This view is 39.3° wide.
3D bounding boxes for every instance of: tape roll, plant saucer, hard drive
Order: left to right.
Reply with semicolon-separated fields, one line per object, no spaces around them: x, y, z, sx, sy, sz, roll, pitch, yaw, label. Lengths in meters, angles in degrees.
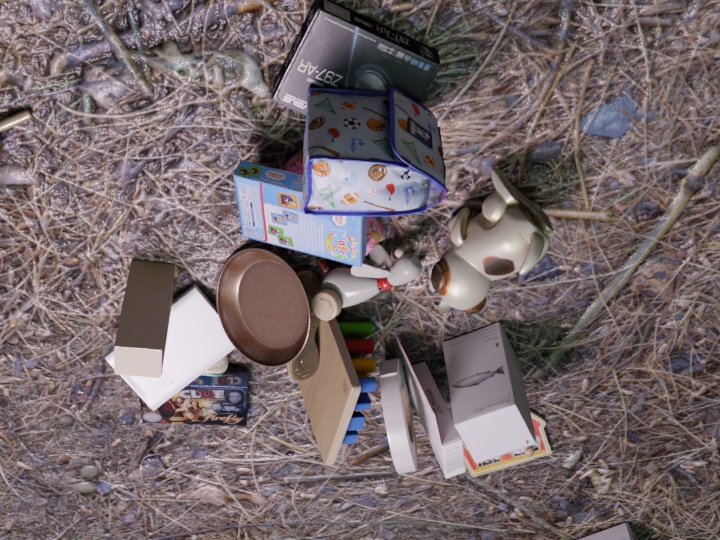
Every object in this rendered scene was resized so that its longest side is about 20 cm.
-0.322;0.134;1.743;0.199;0.025;0.132;-37;112;4;hard drive
-0.154;0.059;1.677;0.198;0.036;0.204;10;108;33;plant saucer
0.069;0.260;1.809;0.036;0.204;0.205;-10;130;7;tape roll

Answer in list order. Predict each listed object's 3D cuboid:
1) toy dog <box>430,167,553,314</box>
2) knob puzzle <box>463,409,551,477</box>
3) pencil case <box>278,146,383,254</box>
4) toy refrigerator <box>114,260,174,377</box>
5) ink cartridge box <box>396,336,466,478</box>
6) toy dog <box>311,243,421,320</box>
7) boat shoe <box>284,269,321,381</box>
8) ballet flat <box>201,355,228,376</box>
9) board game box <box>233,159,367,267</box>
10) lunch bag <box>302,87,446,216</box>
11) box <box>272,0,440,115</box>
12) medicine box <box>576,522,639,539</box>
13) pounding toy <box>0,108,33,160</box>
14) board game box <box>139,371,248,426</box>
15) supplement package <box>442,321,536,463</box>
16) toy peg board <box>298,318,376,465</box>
0.203;-0.021;1.592;0.200;0.195;0.139;-43;133;21;toy dog
0.273;0.331;1.991;0.216;0.031;0.222;-1;130;-1;knob puzzle
-0.048;-0.101;1.576;0.083;0.087;0.200;-42;121;7;pencil case
-0.348;0.078;1.633;0.075;0.202;0.071;5;130;-8;toy refrigerator
0.127;0.236;1.789;0.044;0.201;0.178;-18;131;-6;ink cartridge box
0.000;0.000;1.655;0.198;0.132;0.097;-27;97;10;toy dog
-0.111;0.089;1.737;0.071;0.067;0.203;-12;118;-30;boat shoe
-0.334;0.152;1.797;0.196;0.068;0.063;0;111;-11;ballet flat
-0.087;-0.083;1.517;0.197;0.037;0.152;16;147;10;board game box
0.020;-0.167;1.410;0.196;0.172;0.125;4;135;-5;lunch bag
-0.008;-0.280;1.451;0.197;0.044;0.161;21;126;-20;box
0.558;0.680;2.253;0.180;0.104;0.201;-25;127;17;medicine box
-0.604;-0.151;1.489;0.181;0.144;0.201;17;138;-16;pounding toy
-0.306;0.235;1.862;0.196;0.035;0.137;2;140;-5;board game box
0.225;0.213;1.777;0.115;0.202;0.118;-20;129;13;supplement package
-0.023;0.195;1.764;0.096;0.201;0.202;-1;133;-22;toy peg board
